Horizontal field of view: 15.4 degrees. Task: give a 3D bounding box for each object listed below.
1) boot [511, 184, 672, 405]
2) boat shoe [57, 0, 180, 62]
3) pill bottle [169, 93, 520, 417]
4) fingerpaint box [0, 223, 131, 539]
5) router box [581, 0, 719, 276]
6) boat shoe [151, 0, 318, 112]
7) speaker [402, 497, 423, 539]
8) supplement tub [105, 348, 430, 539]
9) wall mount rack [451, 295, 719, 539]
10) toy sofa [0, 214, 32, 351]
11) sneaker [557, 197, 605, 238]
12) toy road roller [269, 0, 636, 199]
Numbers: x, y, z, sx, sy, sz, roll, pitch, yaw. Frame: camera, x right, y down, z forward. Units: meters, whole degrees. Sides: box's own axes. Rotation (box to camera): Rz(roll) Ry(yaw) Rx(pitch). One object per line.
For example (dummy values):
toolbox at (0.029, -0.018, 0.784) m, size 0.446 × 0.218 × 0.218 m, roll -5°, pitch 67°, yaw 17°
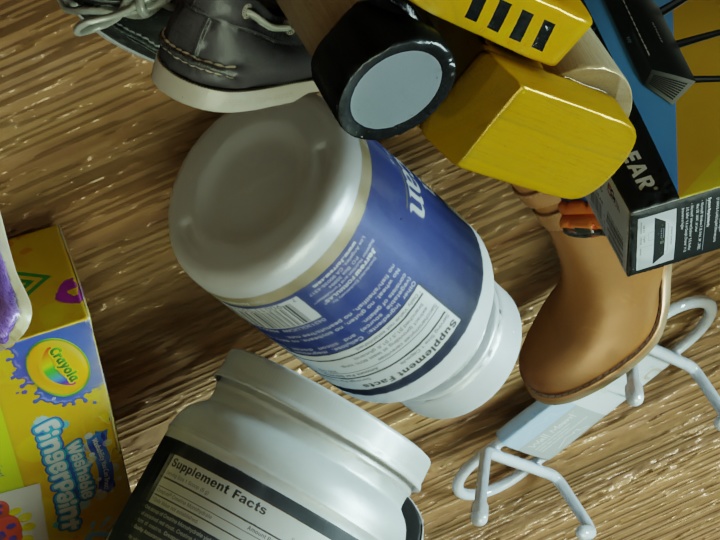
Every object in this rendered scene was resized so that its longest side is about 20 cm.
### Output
boot at (0.122, -0.023, 1.452) m, size 0.200 × 0.077 × 0.155 m, roll -45°, pitch 137°, yaw 18°
boat shoe at (-0.112, -0.144, 1.218) m, size 0.073 × 0.068 × 0.200 m, roll -29°, pitch 139°, yaw 6°
pill bottle at (0.000, 0.000, 1.381) m, size 0.111 × 0.111 × 0.200 m, roll -36°, pitch 138°, yaw 13°
fingerpaint box at (-0.214, 0.085, 1.404) m, size 0.166 × 0.074 × 0.201 m, roll -17°, pitch 141°, yaw -8°
router box at (0.159, -0.102, 1.296) m, size 0.148 × 0.201 × 0.051 m, roll -17°, pitch 141°, yaw -10°
boat shoe at (-0.015, -0.126, 1.252) m, size 0.199 × 0.072 × 0.063 m, roll -21°, pitch 133°, yaw -46°
speaker at (-0.005, 0.219, 1.645) m, size 0.081 × 0.081 × 0.201 m, roll -13°, pitch 138°, yaw -14°
supplement tub at (-0.063, 0.158, 1.394) m, size 0.140 × 0.140 × 0.201 m, roll 39°, pitch 77°, yaw -46°
wall mount rack at (0.134, 0.095, 1.569) m, size 0.200 × 0.075 × 0.173 m, roll -40°, pitch 153°, yaw 17°
toy sofa at (-0.220, -0.026, 1.190) m, size 0.082 × 0.201 × 0.098 m, roll 17°, pitch 131°, yaw -37°
sneaker at (0.191, -0.072, 1.343) m, size 0.199 × 0.079 × 0.075 m, roll -13°, pitch 180°, yaw 4°
toy road roller at (0.057, -0.132, 1.160) m, size 0.199 × 0.123 × 0.146 m, roll 18°, pitch 123°, yaw -45°
